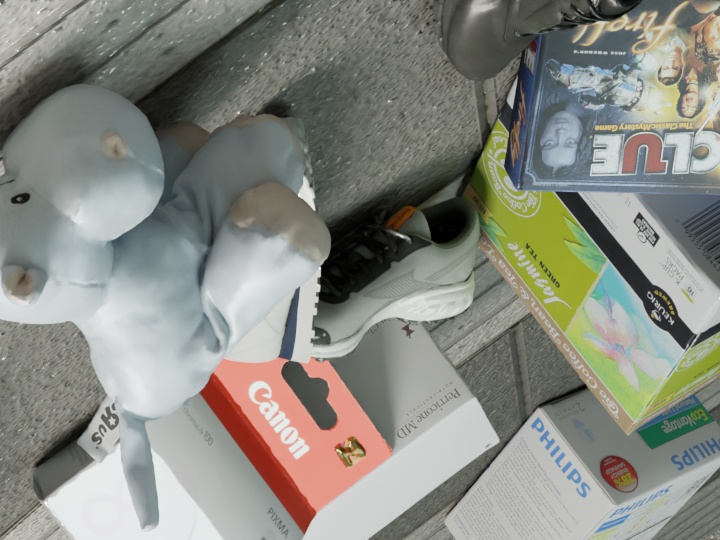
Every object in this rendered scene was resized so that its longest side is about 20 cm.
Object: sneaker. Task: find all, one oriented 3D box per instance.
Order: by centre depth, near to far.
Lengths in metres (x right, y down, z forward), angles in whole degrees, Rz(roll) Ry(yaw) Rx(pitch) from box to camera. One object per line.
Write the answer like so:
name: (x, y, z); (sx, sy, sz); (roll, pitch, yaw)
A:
sneaker: (0.106, -0.159, 1.331); (0.076, 0.091, 0.200); (-24, 159, -37)
sneaker: (-0.064, -0.011, 1.417); (0.080, 0.077, 0.201); (2, 141, -4)
sneaker: (0.000, 0.000, 1.579); (0.199, 0.074, 0.080); (-20, 135, -42)

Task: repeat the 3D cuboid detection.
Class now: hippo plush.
hippo plush: (-0.134, -0.015, 1.218); (0.160, 0.159, 0.201); (30, 99, -38)

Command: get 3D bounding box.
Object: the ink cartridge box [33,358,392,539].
ink cartridge box: (-0.090, 0.136, 1.615); (0.199, 0.057, 0.163); (-34, 120, 2)

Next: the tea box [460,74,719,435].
tea box: (0.188, -0.039, 1.602); (0.133, 0.200, 0.197); (-29, 160, -25)

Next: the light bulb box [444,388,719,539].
light bulb box: (0.222, 0.208, 2.396); (0.197, 0.125, 0.200); (-18, 154, -43)

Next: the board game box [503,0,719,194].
board game box: (0.192, -0.112, 1.453); (0.198, 0.035, 0.136); (0, 118, -13)

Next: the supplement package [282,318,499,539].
supplement package: (-0.017, 0.124, 1.764); (0.200, 0.111, 0.156); (-37, 162, -2)
